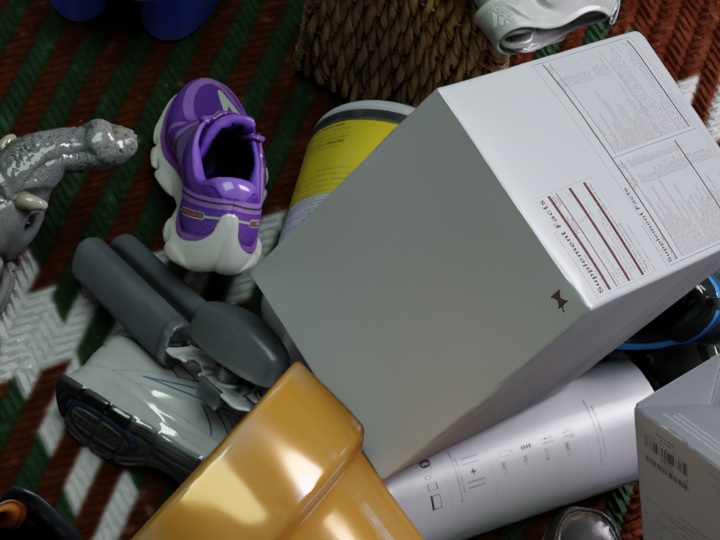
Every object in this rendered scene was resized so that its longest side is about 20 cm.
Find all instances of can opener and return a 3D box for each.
[{"bbox_3d":[-0.104,0.023,1.429,0.053,0.067,0.200,-6,34,-41],"label":"can opener"}]

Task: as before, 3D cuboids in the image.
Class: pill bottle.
[{"bbox_3d":[0.000,0.000,1.485,0.111,0.112,0.201,17,60,-2],"label":"pill bottle"}]

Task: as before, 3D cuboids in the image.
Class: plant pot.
[{"bbox_3d":[-0.035,0.184,1.259,0.183,0.200,0.200,43,61,0],"label":"plant pot"}]

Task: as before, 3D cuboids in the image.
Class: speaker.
[{"bbox_3d":[0.090,0.118,1.456,0.199,0.081,0.082,-17,66,-20],"label":"speaker"}]

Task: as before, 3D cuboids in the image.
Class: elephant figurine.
[{"bbox_3d":[-0.259,-0.026,1.445,0.199,0.155,0.142,-2,96,-41],"label":"elephant figurine"}]

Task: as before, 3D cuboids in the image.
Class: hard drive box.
[{"bbox_3d":[0.241,0.173,1.363,0.077,0.201,0.156,-27,42,-24],"label":"hard drive box"}]

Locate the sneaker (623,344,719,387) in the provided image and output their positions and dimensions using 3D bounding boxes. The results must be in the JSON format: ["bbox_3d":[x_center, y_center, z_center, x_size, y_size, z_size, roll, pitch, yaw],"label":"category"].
[{"bbox_3d":[0.188,0.031,1.544,0.079,0.075,0.201,-21,68,4],"label":"sneaker"}]

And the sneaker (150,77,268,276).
[{"bbox_3d":[-0.085,-0.075,1.498,0.080,0.084,0.200,10,29,-16],"label":"sneaker"}]

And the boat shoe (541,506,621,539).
[{"bbox_3d":[0.144,0.232,1.410,0.074,0.073,0.201,5,61,-9],"label":"boat shoe"}]

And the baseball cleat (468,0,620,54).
[{"bbox_3d":[0.063,-0.191,1.403,0.199,0.070,0.107,11,70,1],"label":"baseball cleat"}]

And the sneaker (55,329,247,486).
[{"bbox_3d":[-0.088,0.100,1.438,0.199,0.075,0.087,34,55,6],"label":"sneaker"}]

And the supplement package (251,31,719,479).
[{"bbox_3d":[0.086,-0.012,1.330,0.200,0.191,0.147,-20,73,-50],"label":"supplement package"}]

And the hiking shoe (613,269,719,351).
[{"bbox_3d":[0.143,0.018,1.477,0.199,0.087,0.075,-8,84,23],"label":"hiking shoe"}]

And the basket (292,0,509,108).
[{"bbox_3d":[0.056,-0.189,1.547,0.149,0.200,0.143,31,67,8],"label":"basket"}]

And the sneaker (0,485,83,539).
[{"bbox_3d":[-0.233,0.153,1.353,0.199,0.112,0.078,19,59,-1],"label":"sneaker"}]

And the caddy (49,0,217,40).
[{"bbox_3d":[-0.148,-0.257,1.599,0.141,0.105,0.201,11,60,-7],"label":"caddy"}]
